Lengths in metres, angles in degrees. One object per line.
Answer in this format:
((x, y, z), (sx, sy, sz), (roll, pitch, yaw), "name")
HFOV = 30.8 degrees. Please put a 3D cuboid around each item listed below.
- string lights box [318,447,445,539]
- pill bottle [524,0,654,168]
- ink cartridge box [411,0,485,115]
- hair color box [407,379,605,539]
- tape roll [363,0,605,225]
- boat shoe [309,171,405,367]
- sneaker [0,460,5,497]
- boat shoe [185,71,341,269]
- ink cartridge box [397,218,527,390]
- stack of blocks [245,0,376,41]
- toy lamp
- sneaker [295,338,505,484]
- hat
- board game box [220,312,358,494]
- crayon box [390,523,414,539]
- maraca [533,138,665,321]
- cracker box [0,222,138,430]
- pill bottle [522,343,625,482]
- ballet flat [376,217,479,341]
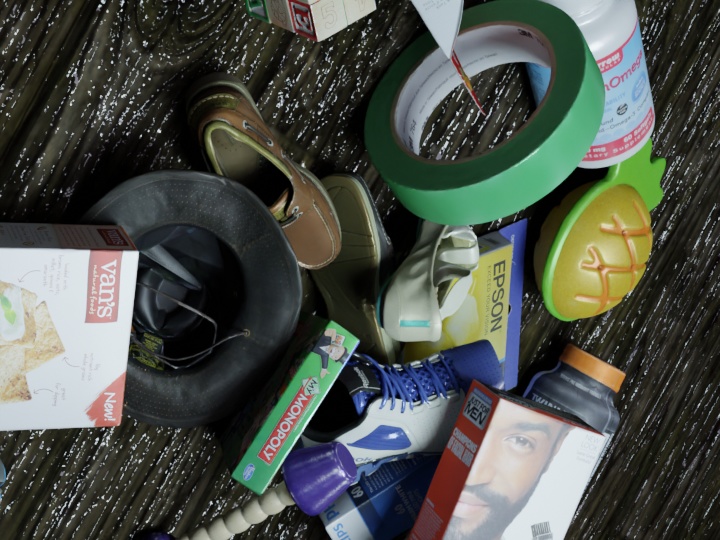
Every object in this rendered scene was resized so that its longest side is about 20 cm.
((0.045, 0.169, 1.194), (0.199, 0.103, 0.059), (-32, 124, -4), "string lights box")
((0.202, -0.197, 1.186), (0.109, 0.108, 0.201), (-44, 140, -17), "pill bottle")
((0.051, -0.239, 1.005), (0.050, 0.162, 0.200), (-30, 135, 13), "ink cartridge box")
((0.113, 0.207, 1.101), (0.110, 0.064, 0.202), (20, 94, -20), "hair color box")
((0.099, -0.132, 1.070), (0.201, 0.200, 0.048), (-51, 136, -10), "tape roll")
((0.001, 0.001, 1.147), (0.066, 0.071, 0.203), (-46, 133, -50), "boat shoe")
((-0.340, 0.208, 0.940), (0.082, 0.073, 0.202), (32, 81, -30), "sneaker")
((-0.075, -0.059, 1.025), (0.071, 0.068, 0.200), (-30, 129, 12), "boat shoe")
((0.102, 0.069, 1.287), (0.198, 0.047, 0.200), (-19, 122, -33), "ink cartridge box")
((-0.062, -0.274, 0.912), (0.058, 0.115, 0.202), (-33, 130, -26), "stack of blocks")
((-0.093, 0.202, 1.092), (0.199, 0.059, 0.058), (-30, 137, 15), "toy lamp")
((0.030, 0.111, 1.107), (0.197, 0.081, 0.116), (-23, 148, -6), "sneaker")
((-0.135, 0.012, 0.993), (0.197, 0.081, 0.203), (0, 109, -1), "hat")
((-0.062, 0.100, 1.049), (0.029, 0.200, 0.135), (34, 86, -7), "board game box")
((0.082, 0.230, 1.224), (0.199, 0.172, 0.059), (-34, 102, -8), "crayon box")
((0.246, -0.040, 1.319), (0.201, 0.106, 0.137), (-57, 143, -4), "maraca")
((-0.258, 0.038, 0.891), (0.197, 0.058, 0.136), (0, 111, -25), "cracker box")
((0.207, 0.181, 1.395), (0.106, 0.106, 0.202), (26, 91, -46), "pill bottle")
((0.071, -0.003, 1.140), (0.201, 0.069, 0.070), (-61, 150, -52), "ballet flat")
